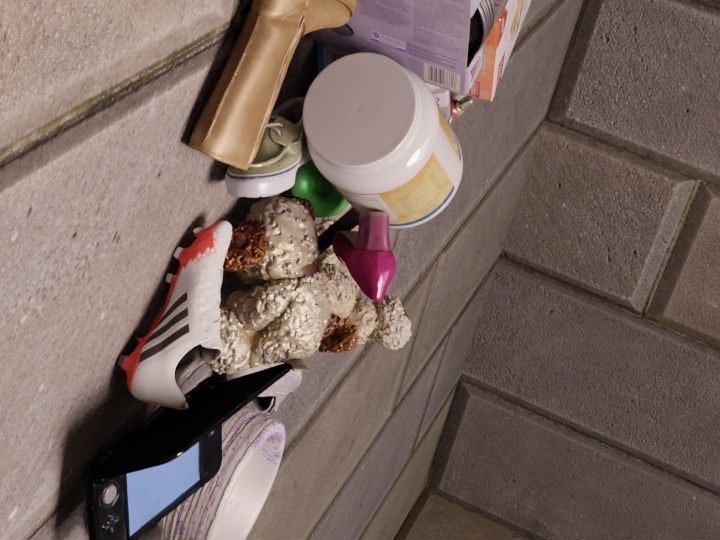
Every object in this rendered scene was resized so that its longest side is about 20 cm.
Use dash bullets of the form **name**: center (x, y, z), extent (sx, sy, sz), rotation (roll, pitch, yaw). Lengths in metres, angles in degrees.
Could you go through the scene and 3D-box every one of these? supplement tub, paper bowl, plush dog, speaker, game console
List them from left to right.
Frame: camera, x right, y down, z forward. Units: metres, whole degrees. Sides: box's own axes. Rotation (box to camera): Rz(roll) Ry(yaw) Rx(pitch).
- **game console**: center (-0.165, 0.190, 1.277), extent (0.200, 0.115, 0.178), rotation (-34, 135, -49)
- **paper bowl**: center (-0.178, 0.254, 1.547), extent (0.201, 0.103, 0.203), rotation (22, 90, -78)
- **plush dog**: center (-0.089, 0.006, 1.425), extent (0.200, 0.159, 0.174), rotation (-43, 130, -61)
- **plush dog**: center (-0.053, 0.037, 1.628), extent (0.160, 0.201, 0.172), rotation (-37, 160, 7)
- **speaker**: center (-0.017, -0.129, 1.599), extent (0.200, 0.088, 0.089), rotation (-43, 153, -62)
- **supplement tub**: center (0.024, -0.138, 1.395), extent (0.146, 0.143, 0.200), rotation (-66, 160, -7)

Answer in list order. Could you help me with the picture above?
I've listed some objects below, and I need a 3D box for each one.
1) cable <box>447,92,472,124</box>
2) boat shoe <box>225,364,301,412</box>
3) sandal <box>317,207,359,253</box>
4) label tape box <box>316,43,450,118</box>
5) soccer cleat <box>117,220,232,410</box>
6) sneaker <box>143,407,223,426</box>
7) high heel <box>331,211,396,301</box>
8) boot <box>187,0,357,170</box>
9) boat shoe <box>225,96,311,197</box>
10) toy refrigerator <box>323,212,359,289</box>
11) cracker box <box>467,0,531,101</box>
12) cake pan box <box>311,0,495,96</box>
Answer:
- **cable**: center (0.070, -0.189, 1.688), extent (0.200, 0.050, 0.098), rotation (-38, -134, 37)
- **boat shoe**: center (-0.122, 0.144, 1.628), extent (0.200, 0.071, 0.069), rotation (54, 39, -76)
- **sandal**: center (0.025, -0.075, 1.549), extent (0.200, 0.048, 0.075), rotation (-39, -179, 22)
- **label tape box**: center (0.034, -0.212, 1.525), extent (0.200, 0.142, 0.067), rotation (65, 20, -72)
- **soccer cleat**: center (-0.164, 0.044, 1.288), extent (0.069, 0.084, 0.201), rotation (82, 33, -66)
- **sneaker**: center (-0.221, 0.222, 1.406), extent (0.200, 0.067, 0.091), rotation (-45, 155, -47)
- **high heel**: center (0.000, 0.000, 1.464), extent (0.200, 0.067, 0.097), rotation (113, -20, -79)
- **boot**: center (-0.087, -0.196, 1.262), extent (0.175, 0.066, 0.202), rotation (14, 98, -65)
- **boat shoe**: center (-0.094, -0.131, 1.359), extent (0.200, 0.071, 0.063), rotation (-59, 150, -64)
- **toy refrigerator**: center (-0.030, -0.011, 1.780), extent (0.070, 0.075, 0.202), rotation (68, 45, -73)
- **cracker box**: center (0.159, -0.314, 1.477), extent (0.134, 0.057, 0.201), rotation (89, 22, -57)
- **cake pan box**: center (0.039, -0.278, 1.326), extent (0.053, 0.198, 0.185), rotation (-61, 164, -23)
